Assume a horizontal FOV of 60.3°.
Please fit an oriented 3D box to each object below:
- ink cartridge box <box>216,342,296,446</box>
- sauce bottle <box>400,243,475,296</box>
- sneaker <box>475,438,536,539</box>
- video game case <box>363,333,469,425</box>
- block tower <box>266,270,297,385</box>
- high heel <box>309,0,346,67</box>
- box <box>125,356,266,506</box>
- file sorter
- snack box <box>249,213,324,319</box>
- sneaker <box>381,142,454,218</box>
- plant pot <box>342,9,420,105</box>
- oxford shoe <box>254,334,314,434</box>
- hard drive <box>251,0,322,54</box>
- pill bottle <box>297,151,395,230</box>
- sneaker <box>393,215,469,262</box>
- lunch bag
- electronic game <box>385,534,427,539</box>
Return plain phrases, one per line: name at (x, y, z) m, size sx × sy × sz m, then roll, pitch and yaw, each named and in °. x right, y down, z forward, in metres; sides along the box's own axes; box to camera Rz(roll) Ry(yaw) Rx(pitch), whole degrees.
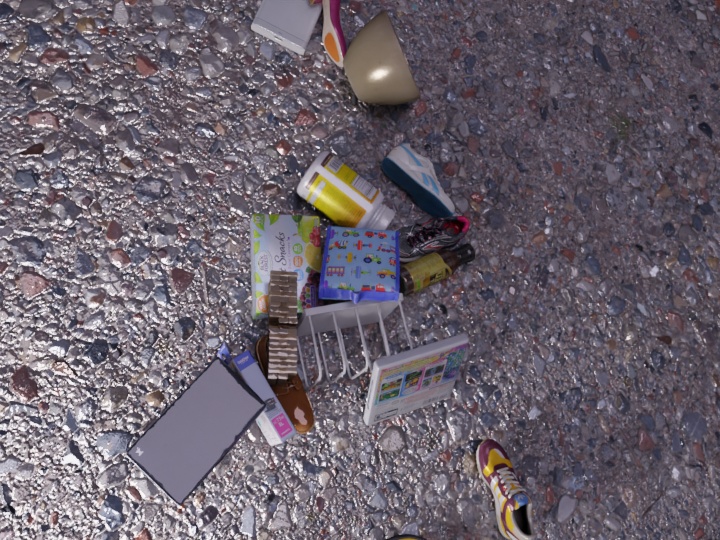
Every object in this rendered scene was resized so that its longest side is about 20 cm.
ink cartridge box at (-0.190, 0.219, 1.121) m, size 0.042 × 0.119 × 0.202 m, roll -32°, pitch 85°, yaw -24°
sauce bottle at (0.162, -0.007, 1.342) m, size 0.197 × 0.065 × 0.066 m, roll -23°, pitch 82°, yaw -22°
sneaker at (0.298, 0.435, 1.238) m, size 0.074 × 0.090 × 0.203 m, roll -15°, pitch 79°, yaw -22°
video game case at (0.106, 0.212, 1.200) m, size 0.196 × 0.184 × 0.024 m, roll -13°, pitch 46°, yaw -22°
block tower at (-0.144, 0.105, 1.141) m, size 0.053 × 0.058 × 0.204 m, roll 4°, pitch 68°, yaw -13°
high heel at (-0.051, -0.576, 1.442) m, size 0.095 × 0.067 × 0.203 m, roll -24°, pitch 89°, yaw -32°
box at (-0.275, 0.270, 1.034) m, size 0.123 × 0.198 × 0.200 m, roll 43°, pitch 66°, yaw -1°
file sorter at (-0.015, 0.138, 1.190) m, size 0.196 × 0.139 × 0.127 m, roll -9°, pitch 72°, yaw -21°
snack box at (-0.148, -0.008, 1.242) m, size 0.139 × 0.053 × 0.204 m, roll 0°, pitch 74°, yaw -17°
sneaker at (0.143, -0.201, 1.391) m, size 0.200 × 0.076 × 0.081 m, roll 45°, pitch 63°, yaw -4°
plant pot at (0.038, -0.453, 1.388) m, size 0.132 × 0.200 × 0.204 m, roll -23°, pitch 80°, yaw 12°
oxford shoe at (-0.142, 0.214, 1.168) m, size 0.071 × 0.071 × 0.203 m, roll -26°, pitch 85°, yaw -25°
hard drive at (-0.158, -0.612, 1.440) m, size 0.130 × 0.027 × 0.203 m, roll 23°, pitch 67°, yaw -11°
pill bottle at (-0.027, -0.148, 1.296) m, size 0.199 × 0.109 × 0.110 m, roll 37°, pitch 66°, yaw -5°
sneaker at (0.146, -0.079, 1.354) m, size 0.197 × 0.075 × 0.082 m, roll -20°, pitch 80°, yaw -22°
lunch bag at (0.000, 0.000, 1.192) m, size 0.147 × 0.096 × 0.201 m, roll 4°, pitch 28°, yaw 1°
electronic game at (0.085, 0.596, 1.142) m, size 0.196 × 0.042 × 0.204 m, roll 6°, pitch 72°, yaw -18°
